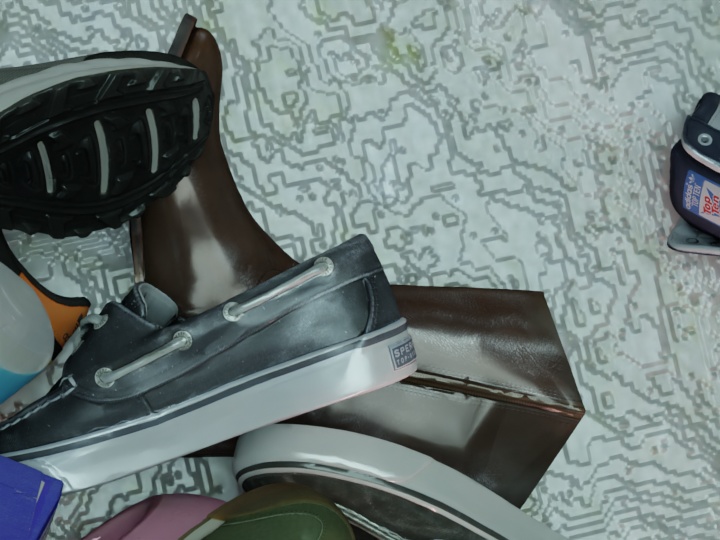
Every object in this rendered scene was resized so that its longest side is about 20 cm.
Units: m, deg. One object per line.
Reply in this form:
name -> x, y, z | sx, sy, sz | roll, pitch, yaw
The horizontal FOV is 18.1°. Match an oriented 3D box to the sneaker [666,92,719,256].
sneaker -> 0.185, -0.009, 0.919 | 0.108, 0.200, 0.070 | 0, 128, -3

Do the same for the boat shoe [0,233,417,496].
boat shoe -> -0.081, 0.039, 0.872 | 0.200, 0.072, 0.068 | -19, 92, 11

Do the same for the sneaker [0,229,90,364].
sneaker -> -0.192, -0.035, 0.921 | 0.090, 0.070, 0.200 | -36, 93, -16

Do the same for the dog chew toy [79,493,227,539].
dog chew toy -> -0.048, 0.188, 0.889 | 0.124, 0.125, 0.200 | -36, 97, -9

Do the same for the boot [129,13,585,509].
boot -> 0.000, 0.000, 0.938 | 0.200, 0.064, 0.187 | 9, 96, -3

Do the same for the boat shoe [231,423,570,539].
boat shoe -> 0.034, 0.125, 0.906 | 0.200, 0.071, 0.064 | 28, 60, -15

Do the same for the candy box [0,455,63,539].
candy box -> -0.224, 0.143, 0.844 | 0.169, 0.077, 0.200 | 21, 115, -4

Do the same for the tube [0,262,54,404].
tube -> -0.204, 0.066, 0.877 | 0.200, 0.050, 0.078 | -34, 84, 27

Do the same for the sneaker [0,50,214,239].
sneaker -> -0.152, -0.051, 0.858 | 0.200, 0.074, 0.079 | -14, 41, -17

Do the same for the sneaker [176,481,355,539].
sneaker -> -0.064, 0.159, 0.769 | 0.200, 0.090, 0.067 | -41, 116, -16
